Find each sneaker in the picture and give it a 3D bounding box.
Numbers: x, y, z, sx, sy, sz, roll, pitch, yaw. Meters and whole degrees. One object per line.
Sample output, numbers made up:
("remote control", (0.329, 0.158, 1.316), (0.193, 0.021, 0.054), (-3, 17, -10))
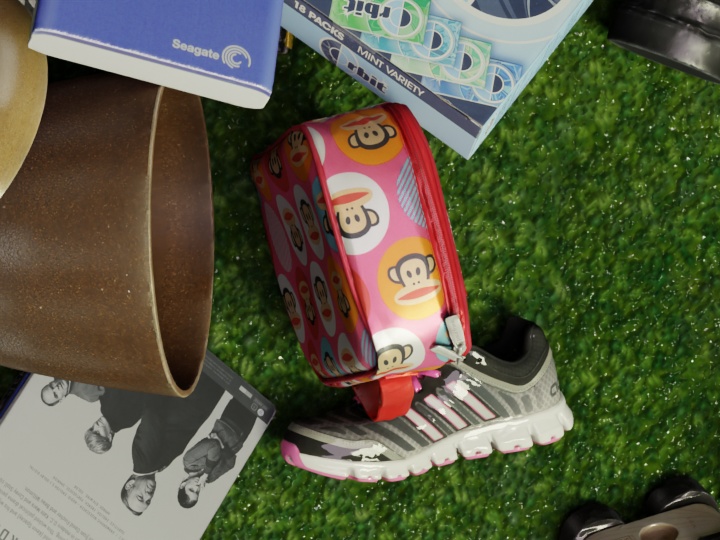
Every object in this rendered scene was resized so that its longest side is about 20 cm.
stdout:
("sneaker", (0.040, 0.076, 1.365), (0.198, 0.074, 0.088), (-10, 104, -20))

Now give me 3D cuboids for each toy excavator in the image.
("toy excavator", (0.176, 0.264, 1.438), (0.193, 0.100, 0.202), (-15, 113, -12))

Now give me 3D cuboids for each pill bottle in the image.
("pill bottle", (0.227, -0.223, 1.341), (0.111, 0.112, 0.202), (20, 95, -19))

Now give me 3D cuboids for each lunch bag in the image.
("lunch bag", (0.000, 0.000, 1.259), (0.081, 0.200, 0.178), (-15, 91, -13))

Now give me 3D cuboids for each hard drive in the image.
("hard drive", (-0.101, -0.196, 1.186), (0.131, 0.025, 0.202), (14, 63, -16))

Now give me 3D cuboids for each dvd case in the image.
("dvd case", (-0.154, 0.119, 1.297), (0.150, 0.025, 0.201), (42, 62, -20))

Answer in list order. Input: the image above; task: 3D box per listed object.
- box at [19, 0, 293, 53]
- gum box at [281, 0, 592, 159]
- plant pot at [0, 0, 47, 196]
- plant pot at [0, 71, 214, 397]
("box", (-0.132, -0.215, 1.268), (0.198, 0.049, 0.161), (3, 101, -18))
("gum box", (0.053, -0.190, 1.259), (0.169, 0.045, 0.200), (35, 65, 6))
("plant pot", (-0.262, -0.083, 1.182), (0.200, 0.200, 0.028), (-46, 141, -4))
("plant pot", (-0.196, -0.023, 1.224), (0.198, 0.187, 0.189), (0, 102, 6))
